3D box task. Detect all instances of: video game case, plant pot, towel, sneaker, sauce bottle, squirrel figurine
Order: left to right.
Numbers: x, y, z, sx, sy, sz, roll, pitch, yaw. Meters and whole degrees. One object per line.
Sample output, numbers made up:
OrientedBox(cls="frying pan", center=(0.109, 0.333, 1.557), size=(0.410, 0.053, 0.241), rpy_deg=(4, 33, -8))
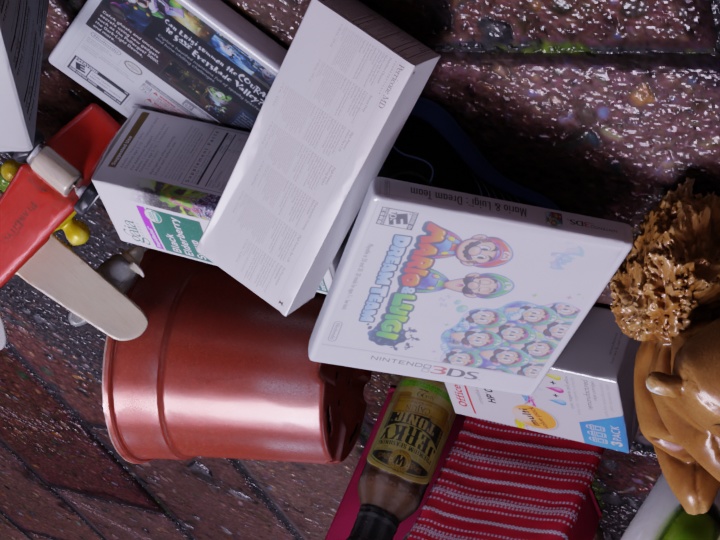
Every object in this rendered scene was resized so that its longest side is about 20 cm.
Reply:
OrientedBox(cls="video game case", center=(-0.122, -0.142, 1.005), size=(0.199, 0.023, 0.181), rpy_deg=(36, 150, -15))
OrientedBox(cls="plant pot", center=(-0.099, 0.087, 1.203), size=(0.193, 0.202, 0.202), rpy_deg=(6, 147, 16))
OrientedBox(cls="sauce bottle", center=(0.037, 0.176, 1.213), size=(0.064, 0.201, 0.065), rpy_deg=(17, 149, 10))
OrientedBox(cls="video game case", center=(0.071, 0.018, 0.948), size=(0.180, 0.024, 0.201), rpy_deg=(10, 142, -10))
OrientedBox(cls="sneaker", center=(0.081, -0.034, 0.960), size=(0.199, 0.078, 0.070), rpy_deg=(38, 149, -21))
OrientedBox(cls="towel", center=(0.126, 0.197, 1.178), size=(0.143, 0.201, 0.023), rpy_deg=(6, 139, 31))
OrientedBox(cls="squirrel figurine", center=(0.223, 0.049, 0.873), size=(0.141, 0.201, 0.186), rpy_deg=(-30, 164, 12))

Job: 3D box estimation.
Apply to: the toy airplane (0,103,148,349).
OrientedBox(cls="toy airplane", center=(-0.278, -0.035, 1.113), size=(0.197, 0.141, 0.202), rpy_deg=(-4, 107, 7))

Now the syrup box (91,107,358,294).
OrientedBox(cls="syrup box", center=(-0.096, -0.053, 1.019), size=(0.198, 0.082, 0.079), rpy_deg=(13, 148, 20))

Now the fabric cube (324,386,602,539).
OrientedBox(cls="fabric cube", center=(0.103, 0.261, 1.302), size=(0.194, 0.201, 0.201), rpy_deg=(9, 147, 29))

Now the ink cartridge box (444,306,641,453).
OrientedBox(cls="ink cartridge box", center=(0.131, 0.076, 1.110), size=(0.198, 0.068, 0.116), rpy_deg=(11, 147, 25))

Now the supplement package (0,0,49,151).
OrientedBox(cls="supplement package", center=(-0.317, -0.196, 0.883), size=(0.189, 0.149, 0.201), rpy_deg=(0, 150, -4))

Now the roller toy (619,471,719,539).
OrientedBox(cls="roller toy", center=(0.294, 0.220, 1.081), size=(0.139, 0.200, 0.183), rpy_deg=(33, 148, 17))

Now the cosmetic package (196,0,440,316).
OrientedBox(cls="cosmetic package", center=(-0.030, -0.076, 0.890), size=(0.082, 0.051, 0.201), rpy_deg=(36, 118, 14))
